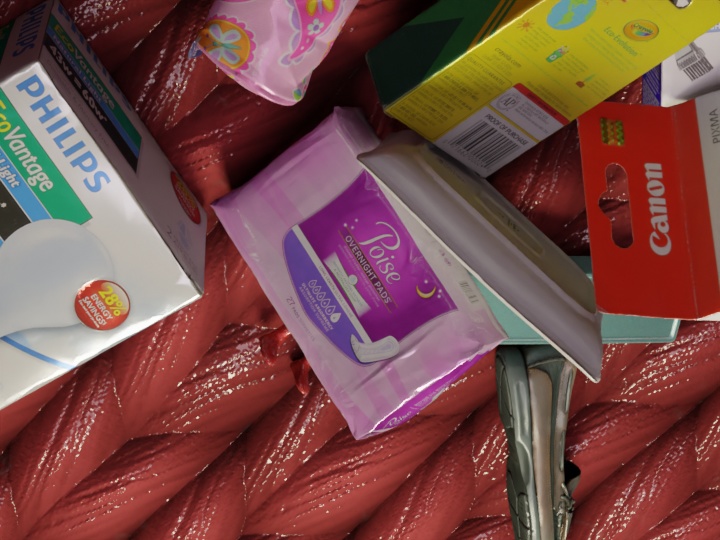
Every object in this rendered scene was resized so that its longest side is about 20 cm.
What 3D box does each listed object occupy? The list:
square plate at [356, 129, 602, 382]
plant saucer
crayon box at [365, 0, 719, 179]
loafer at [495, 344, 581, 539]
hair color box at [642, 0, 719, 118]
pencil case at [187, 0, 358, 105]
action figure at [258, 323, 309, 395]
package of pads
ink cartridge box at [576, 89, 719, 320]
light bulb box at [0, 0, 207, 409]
[{"bbox_3d":[0.088,-0.021,1.189,0.198,0.200,0.028,43,101,0],"label":"square plate"},{"bbox_3d":[0.149,0.024,1.333,0.198,0.019,0.071,0,118,-21],"label":"plant saucer"},{"bbox_3d":[0.119,-0.148,1.165,0.199,0.051,0.127,-32,146,23],"label":"crayon box"},{"bbox_3d":[0.143,0.147,1.392,0.062,0.072,0.202,-11,116,-6],"label":"loafer"},{"bbox_3d":[0.248,-0.159,1.249,0.108,0.065,0.202,-6,119,-3],"label":"hair color box"},{"bbox_3d":[-0.029,-0.204,1.175,0.087,0.088,0.201,25,105,-17],"label":"pencil case"},{"bbox_3d":[0.020,0.012,1.321,0.200,0.052,0.065,-40,122,11],"label":"action figure"},{"bbox_3d":[0.000,0.000,1.251,0.120,0.076,0.201,-36,78,16],"label":"package of pads"},{"bbox_3d":[0.244,-0.048,1.183,0.198,0.164,0.050,4,152,-12],"label":"ink cartridge box"},{"bbox_3d":[-0.234,-0.037,1.229,0.199,0.125,0.199,-29,116,10],"label":"light bulb box"}]
